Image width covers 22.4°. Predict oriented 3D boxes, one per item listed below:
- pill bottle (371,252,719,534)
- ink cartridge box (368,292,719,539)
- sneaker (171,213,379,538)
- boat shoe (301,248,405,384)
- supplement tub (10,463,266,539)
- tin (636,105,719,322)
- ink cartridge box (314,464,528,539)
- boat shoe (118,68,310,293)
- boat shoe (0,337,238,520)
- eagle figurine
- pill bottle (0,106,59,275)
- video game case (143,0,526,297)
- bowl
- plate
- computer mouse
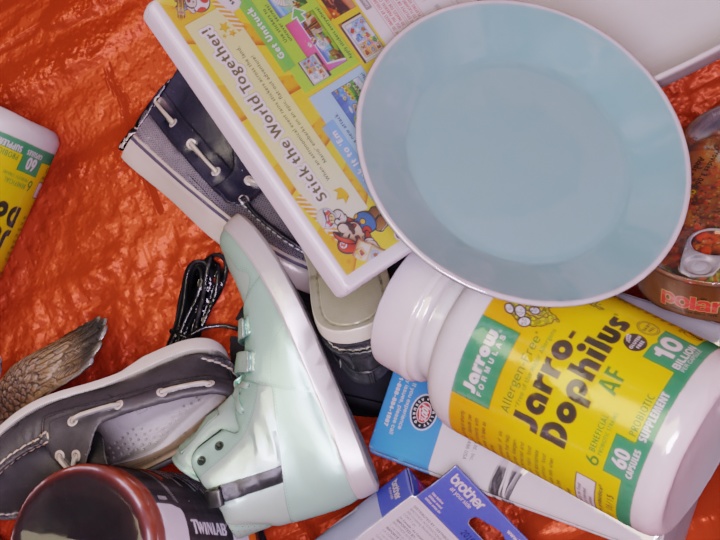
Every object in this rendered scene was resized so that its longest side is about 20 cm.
[{"bbox_3d":[0.111,0.059,1.054,0.199,0.113,0.113,28,91,23],"label":"pill bottle"},{"bbox_3d":[0.126,0.080,1.160,0.199,0.086,0.147,18,87,22],"label":"ink cartridge box"},{"bbox_3d":[-0.079,0.069,1.158,0.118,0.074,0.201,-23,77,1],"label":"sneaker"},{"bbox_3d":[0.002,0.000,1.211,0.074,0.066,0.200,-14,36,4],"label":"boat shoe"},{"bbox_3d":[-0.132,0.183,1.182,0.106,0.200,0.108,-4,80,23],"label":"supplement tub"},{"bbox_3d":[0.234,-0.039,1.101,0.111,0.042,0.200,10,40,29],"label":"tin"},{"bbox_3d":[0.017,0.211,1.169,0.200,0.042,0.119,-38,113,13],"label":"ink cartridge box"},{"bbox_3d":[-0.080,-0.071,1.276,0.200,0.075,0.093,37,102,24],"label":"boat shoe"},{"bbox_3d":[-0.169,0.116,1.214,0.199,0.074,0.060,-25,36,-5],"label":"boat shoe"},{"bbox_3d":[-0.268,0.116,1.284,0.150,0.152,0.201,10,104,-7],"label":"eagle figurine"},{"bbox_3d":[-0.311,-0.032,1.344,0.112,0.113,0.201,24,89,24],"label":"pill bottle"},{"bbox_3d":[0.001,-0.112,1.065,0.182,0.023,0.200,-33,86,-25],"label":"video game case"},{"bbox_3d":[0.167,-0.202,1.147,0.199,0.075,0.200,-28,72,0],"label":"bowl"},{"bbox_3d":[0.092,-0.065,1.042,0.199,0.026,0.201,6,63,-12],"label":"plate"},{"bbox_3d":[-0.063,0.075,1.259,0.199,0.046,0.141,20,87,24],"label":"computer mouse"}]
